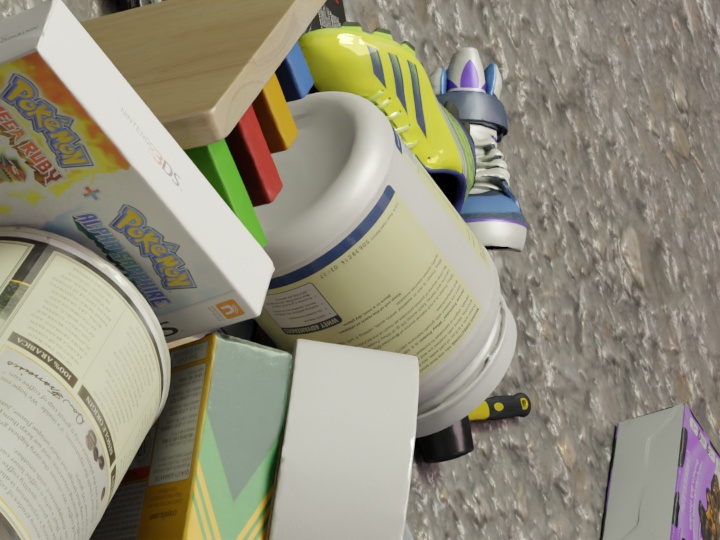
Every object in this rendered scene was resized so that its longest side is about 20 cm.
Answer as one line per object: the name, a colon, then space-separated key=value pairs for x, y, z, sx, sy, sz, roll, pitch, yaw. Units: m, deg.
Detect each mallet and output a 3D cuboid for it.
mallet: x=0.090 y=0.115 z=1.804 sx=0.200 sy=0.041 sz=0.066 roll=16 pitch=60 yaw=-63

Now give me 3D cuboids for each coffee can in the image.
coffee can: x=-0.190 y=0.091 z=1.158 sx=0.147 sy=0.146 sz=0.200 roll=60 pitch=29 yaw=-22

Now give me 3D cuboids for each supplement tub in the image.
supplement tub: x=0.000 y=0.000 z=1.535 sx=0.200 sy=0.145 sz=0.145 roll=51 pitch=33 yaw=-36

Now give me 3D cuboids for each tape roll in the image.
tape roll: x=-0.017 y=0.141 z=1.321 sx=0.202 sy=0.071 sz=0.203 roll=-172 pitch=-90 yaw=-87

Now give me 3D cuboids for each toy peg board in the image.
toy peg board: x=-0.120 y=-0.070 z=1.340 sx=0.199 sy=0.200 sz=0.098 roll=-60 pitch=135 yaw=-56

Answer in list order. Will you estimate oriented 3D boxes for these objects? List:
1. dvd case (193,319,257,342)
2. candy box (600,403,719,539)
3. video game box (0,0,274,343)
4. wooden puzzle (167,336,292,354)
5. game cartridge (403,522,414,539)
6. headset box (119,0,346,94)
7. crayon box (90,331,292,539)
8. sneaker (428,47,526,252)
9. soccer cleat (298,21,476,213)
dvd case: x=-0.127 y=0.006 z=1.472 sx=0.200 sy=0.018 sz=0.143 roll=51 pitch=33 yaw=-37
candy box: x=0.284 y=0.244 z=2.048 sx=0.200 sy=0.071 sz=0.168 roll=54 pitch=32 yaw=-31
video game box: x=-0.172 y=-0.030 z=1.227 sx=0.200 sy=0.182 sz=0.047 roll=51 pitch=33 yaw=-34
wooden puzzle: x=-0.092 y=0.135 z=1.414 sx=0.200 sy=0.046 sz=0.186 roll=11 pitch=73 yaw=-55
game cartridge: x=0.029 y=0.208 z=1.539 sx=0.200 sy=0.041 sz=0.133 roll=-132 pitch=-164 yaw=-84
headset box: x=-0.085 y=-0.160 z=1.588 sx=0.200 sy=0.077 sz=0.149 roll=14 pitch=62 yaw=-58
crayon box: x=-0.099 y=0.143 z=1.267 sx=0.051 sy=0.126 sz=0.201 roll=17 pitch=72 yaw=-27
sneaker: x=0.072 y=-0.089 z=1.749 sx=0.200 sy=0.080 sz=0.147 roll=-148 pitch=-122 yaw=-81
soccer cleat: x=0.021 y=-0.095 z=1.602 sx=0.200 sy=0.065 sz=0.084 roll=40 pitch=48 yaw=-50
